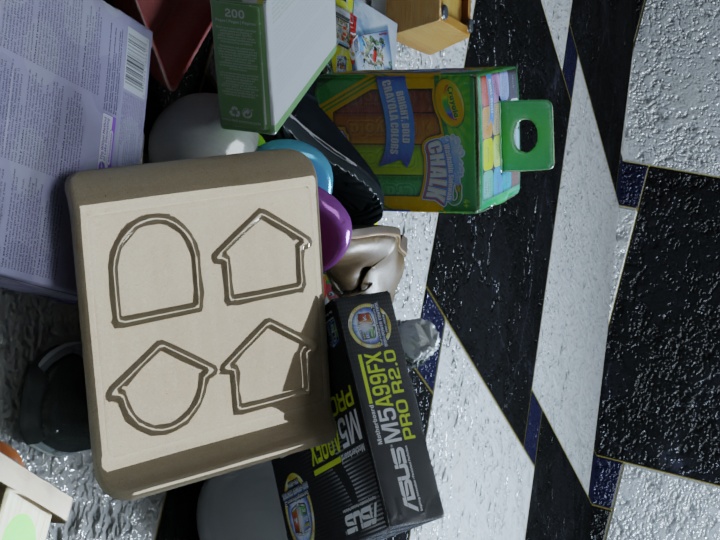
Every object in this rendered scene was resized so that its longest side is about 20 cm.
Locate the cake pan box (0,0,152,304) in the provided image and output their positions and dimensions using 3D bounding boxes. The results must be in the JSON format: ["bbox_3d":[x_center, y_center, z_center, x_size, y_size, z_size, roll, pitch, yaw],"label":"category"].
[{"bbox_3d":[-0.195,-0.086,0.847,0.184,0.052,0.200,21,73,-72],"label":"cake pan box"}]

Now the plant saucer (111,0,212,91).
[{"bbox_3d":[-0.144,-0.265,0.989,0.200,0.037,0.200,74,26,-44],"label":"plant saucer"}]

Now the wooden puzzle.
[{"bbox_3d":[-0.103,0.029,0.893,0.185,0.046,0.200,-11,97,-40],"label":"wooden puzzle"}]

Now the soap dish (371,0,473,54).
[{"bbox_3d":[0.072,-0.345,1.521,0.157,0.081,0.200,-2,93,-70],"label":"soap dish"}]

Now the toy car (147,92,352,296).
[{"bbox_3d":[-0.083,-0.024,1.021,0.175,0.150,0.200,72,28,-45],"label":"toy car"}]

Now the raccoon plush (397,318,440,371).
[{"bbox_3d":[0.036,0.108,1.163,0.134,0.200,0.097,10,70,-38],"label":"raccoon plush"}]

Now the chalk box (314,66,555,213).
[{"bbox_3d":[0.074,-0.120,1.257,0.124,0.200,0.125,-24,113,-64],"label":"chalk box"}]

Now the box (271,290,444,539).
[{"bbox_3d":[-0.016,0.120,1.007,0.200,0.044,0.160,140,-60,-62],"label":"box"}]

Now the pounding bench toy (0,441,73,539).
[{"bbox_3d":[-0.221,0.160,0.694,0.200,0.124,0.156,57,40,-59],"label":"pounding bench toy"}]

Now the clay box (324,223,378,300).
[{"bbox_3d":[-0.011,0.018,1.385,0.115,0.048,0.200,-63,148,-49],"label":"clay box"}]

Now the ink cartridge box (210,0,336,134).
[{"bbox_3d":[-0.058,-0.216,0.972,0.146,0.048,0.200,-61,155,-52],"label":"ink cartridge box"}]

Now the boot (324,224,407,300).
[{"bbox_3d":[0.000,0.000,1.181,0.200,0.074,0.076,22,72,-73],"label":"boot"}]

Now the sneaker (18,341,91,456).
[{"bbox_3d":[-0.135,0.090,0.938,0.200,0.115,0.075,10,85,-71],"label":"sneaker"}]

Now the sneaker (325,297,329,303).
[{"bbox_3d":[-0.067,0.038,1.212,0.091,0.078,0.200,-31,114,-58],"label":"sneaker"}]

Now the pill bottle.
[{"bbox_3d":[-0.052,0.217,1.195,0.200,0.116,0.117,40,55,-66],"label":"pill bottle"}]

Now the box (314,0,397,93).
[{"bbox_3d":[-0.014,-0.193,1.362,0.200,0.038,0.137,5,88,-71],"label":"box"}]

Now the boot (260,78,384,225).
[{"bbox_3d":[-0.039,-0.149,1.170,0.200,0.076,0.168,39,48,-42],"label":"boot"}]
